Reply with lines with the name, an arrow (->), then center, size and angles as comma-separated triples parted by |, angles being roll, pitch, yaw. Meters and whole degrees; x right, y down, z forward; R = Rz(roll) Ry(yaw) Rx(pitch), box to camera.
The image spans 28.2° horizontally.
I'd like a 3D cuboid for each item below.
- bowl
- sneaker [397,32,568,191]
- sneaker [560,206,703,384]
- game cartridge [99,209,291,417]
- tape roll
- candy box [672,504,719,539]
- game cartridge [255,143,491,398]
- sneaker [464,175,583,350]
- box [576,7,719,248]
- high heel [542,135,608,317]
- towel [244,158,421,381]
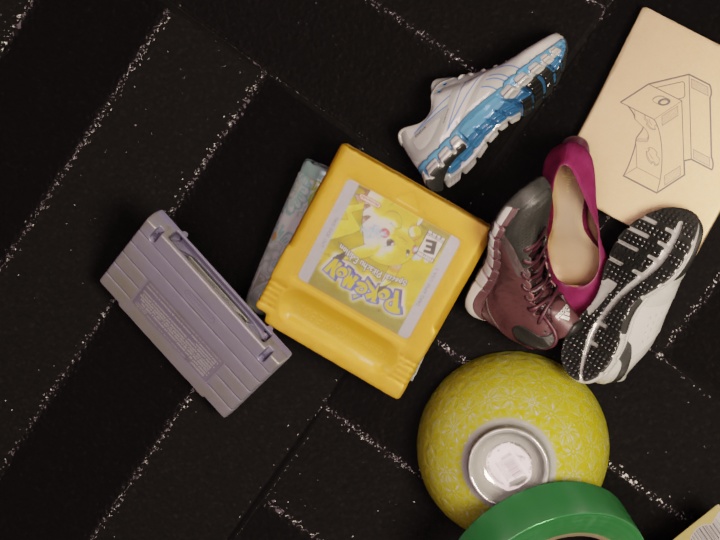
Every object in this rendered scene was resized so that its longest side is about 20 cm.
bowl -> 0.150, 0.187, 1.437 | 0.200, 0.108, 0.201 | 1, 96, 8
sneaker -> 0.118, -0.177, 1.432 | 0.200, 0.075, 0.087 | -41, 65, 1
sneaker -> 0.275, 0.026, 1.425 | 0.074, 0.080, 0.200 | 41, 102, 36
game cartridge -> -0.172, 0.047, 1.480 | 0.200, 0.038, 0.130 | 48, 137, 2
tape roll -> 0.182, 0.298, 1.414 | 0.200, 0.048, 0.201 | -11, 128, -14
candy box -> 0.317, 0.335, 1.425 | 0.200, 0.055, 0.115 | -41, 125, 10
game cartridge -> 0.011, 0.001, 1.433 | 0.176, 0.032, 0.200 | 29, 100, 5
sneaker -> 0.177, 0.004, 1.383 | 0.115, 0.200, 0.076 | 41, 57, 20
box -> 0.307, -0.136, 1.429 | 0.163, 0.021, 0.200 | 28, 99, 6
high heel -> 0.204, -0.028, 1.404 | 0.067, 0.096, 0.200 | -4, 107, 17
towel -> 0.000, 0.000, 1.473 | 0.200, 0.048, 0.171 | 25, 97, 6
